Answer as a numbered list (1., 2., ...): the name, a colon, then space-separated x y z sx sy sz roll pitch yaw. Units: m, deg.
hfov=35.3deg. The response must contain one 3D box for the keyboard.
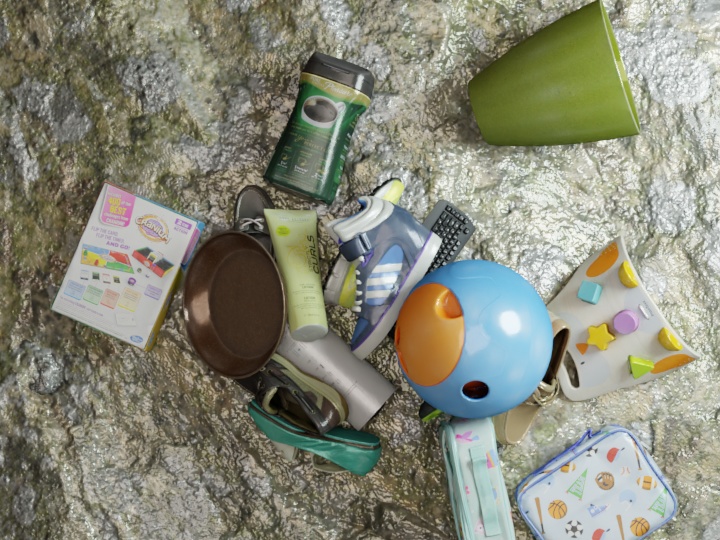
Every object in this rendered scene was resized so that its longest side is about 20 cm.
1. keyboard: 0.096 0.009 1.557 0.104 0.040 0.200 34 92 -29

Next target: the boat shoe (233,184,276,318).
1. boat shoe: -0.146 -0.024 1.590 0.067 0.057 0.200 -4 87 4

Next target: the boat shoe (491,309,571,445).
1. boat shoe: 0.230 0.152 1.524 0.071 0.065 0.200 2 110 -33

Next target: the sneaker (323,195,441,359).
1. sneaker: 0.000 0.000 1.502 0.146 0.081 0.200 32 91 -2

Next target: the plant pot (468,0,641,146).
1. plant pot: 0.254 -0.243 1.525 0.200 0.187 0.187 -17 86 18

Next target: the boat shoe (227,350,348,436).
1. boat shoe: -0.111 0.163 1.534 0.200 0.065 0.073 19 127 30

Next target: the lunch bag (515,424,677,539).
1. lunch bag: 0.318 0.305 1.534 0.200 0.076 0.160 -34 83 3

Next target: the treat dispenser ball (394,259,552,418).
1. treat dispenser ball: 0.143 0.086 1.437 0.200 0.201 0.201 0 87 4

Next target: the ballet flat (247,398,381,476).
1. ballet flat: -0.071 0.240 1.571 0.200 0.067 0.071 17 103 7

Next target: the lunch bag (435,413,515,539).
1. lunch bag: 0.153 0.285 1.502 0.077 0.160 0.200 -12 87 3

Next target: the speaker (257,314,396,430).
1. speaker: -0.047 0.128 1.564 0.200 0.081 0.081 41 91 5

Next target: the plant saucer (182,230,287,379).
1. plant saucer: -0.164 0.046 1.540 0.200 0.037 0.201 0 90 40

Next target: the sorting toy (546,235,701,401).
1. sorting toy: 0.331 0.087 1.544 0.180 0.107 0.200 -35 85 21

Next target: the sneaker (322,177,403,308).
1. sneaker: 0.021 -0.033 1.576 0.090 0.078 0.200 25 95 -3

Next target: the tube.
1. tube: -0.085 -0.001 1.548 0.052 0.058 0.200 -24 57 22

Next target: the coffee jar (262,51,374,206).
1. coffee jar: -0.055 -0.198 1.577 0.104 0.085 0.200 21 90 8

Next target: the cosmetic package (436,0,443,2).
1. cosmetic package: 0.120 -0.492 1.584 0.105 0.071 0.200 29 90 5

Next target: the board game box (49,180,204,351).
1. board game box: -0.331 -0.006 1.611 0.153 0.040 0.200 24 89 5

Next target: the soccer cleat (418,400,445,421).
1. soccer cleat: 0.146 0.126 1.563 0.200 0.068 0.081 -42 76 -5
